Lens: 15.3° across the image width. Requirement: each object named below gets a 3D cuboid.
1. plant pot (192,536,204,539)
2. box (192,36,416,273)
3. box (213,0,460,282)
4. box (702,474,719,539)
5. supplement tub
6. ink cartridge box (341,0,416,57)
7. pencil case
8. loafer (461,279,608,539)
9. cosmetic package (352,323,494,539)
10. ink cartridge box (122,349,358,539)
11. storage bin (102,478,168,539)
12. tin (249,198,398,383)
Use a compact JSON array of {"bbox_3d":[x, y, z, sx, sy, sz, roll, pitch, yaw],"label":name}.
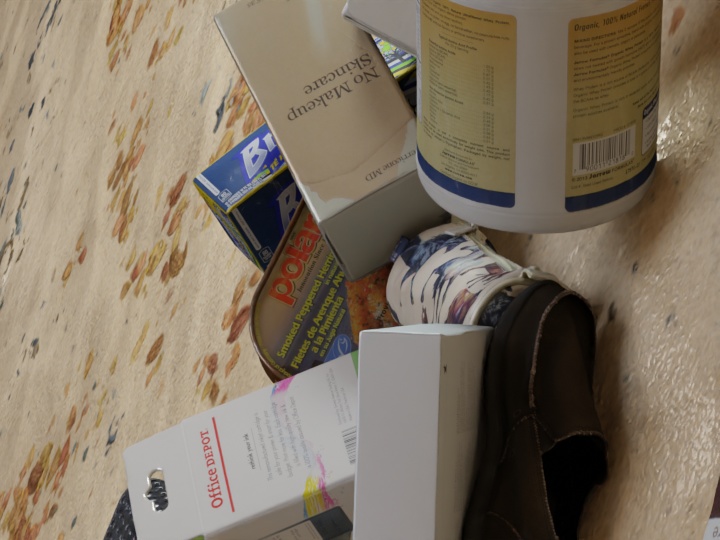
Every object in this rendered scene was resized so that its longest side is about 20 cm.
[{"bbox_3d":[-0.099,0.261,1.757,0.191,0.199,0.200,-60,16,-12],"label":"plant pot"},{"bbox_3d":[-0.015,-0.089,1.882,0.200,0.070,0.064,-38,36,-8],"label":"box"},{"bbox_3d":[-0.014,-0.102,1.777,0.095,0.078,0.201,-29,54,1],"label":"box"},{"bbox_3d":[0.232,0.095,0.953,0.166,0.163,0.201,-18,53,68],"label":"box"},{"bbox_3d":[0.102,-0.138,1.535,0.145,0.143,0.201,-100,8,-59],"label":"supplement tub"},{"bbox_3d":[0.069,-0.236,1.797,0.145,0.084,0.200,-62,0,22],"label":"ink cartridge box"},{"bbox_3d":[0.075,0.021,1.649,0.200,0.077,0.090,-145,58,-73],"label":"pencil case"},{"bbox_3d":[0.112,0.096,1.497,0.071,0.073,0.201,-12,55,35],"label":"loafer"},{"bbox_3d":[0.035,0.132,1.481,0.151,0.051,0.202,1,-89,-79],"label":"cosmetic package"},{"bbox_3d":[-0.043,0.131,1.682,0.199,0.068,0.117,-21,37,3],"label":"ink cartridge box"},{"bbox_3d":[-0.130,0.264,1.879,0.201,0.134,0.094,-67,18,3],"label":"storage bin"},{"bbox_3d":[0.000,0.000,1.793,0.042,0.111,0.201,86,-152,-63],"label":"tin"}]
